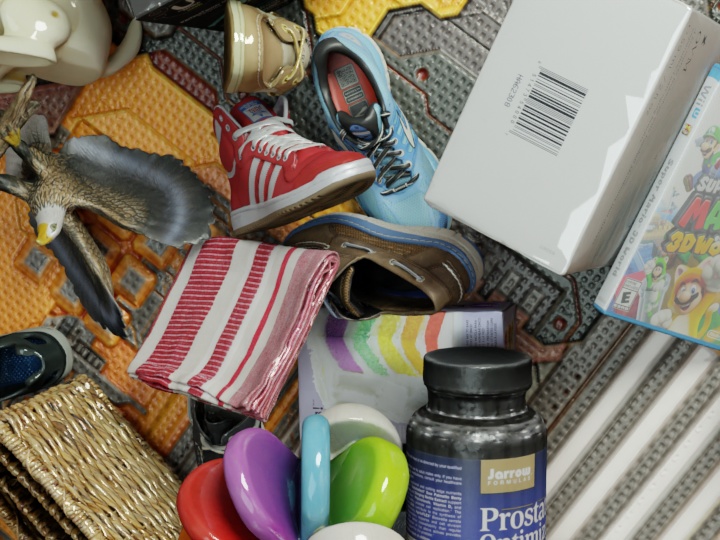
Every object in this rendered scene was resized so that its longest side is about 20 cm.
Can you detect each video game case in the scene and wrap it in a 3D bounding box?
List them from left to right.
[{"bbox_3d":[0.275,-0.042,1.088,0.142,0.018,0.201,16,105,-32],"label":"video game case"}]

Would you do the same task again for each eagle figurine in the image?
[{"bbox_3d":[-0.248,-0.053,1.252,0.199,0.152,0.152,33,151,-19],"label":"eagle figurine"}]

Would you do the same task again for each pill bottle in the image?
[{"bbox_3d":[0.090,0.165,1.118,0.111,0.112,0.202,2,98,16],"label":"pill bottle"}]

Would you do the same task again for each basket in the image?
[{"bbox_3d":[-0.257,0.216,1.252,0.200,0.149,0.143,46,114,7],"label":"basket"}]

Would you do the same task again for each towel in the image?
[{"bbox_3d":[-0.110,0.039,1.175,0.199,0.023,0.145,8,69,50],"label":"towel"}]

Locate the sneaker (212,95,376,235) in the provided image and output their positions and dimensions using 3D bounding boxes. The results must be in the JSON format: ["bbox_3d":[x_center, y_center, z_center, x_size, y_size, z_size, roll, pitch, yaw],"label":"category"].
[{"bbox_3d":[-0.061,-0.099,1.162,0.200,0.071,0.113,-16,86,58],"label":"sneaker"}]

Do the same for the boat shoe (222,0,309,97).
[{"bbox_3d":[-0.073,-0.175,1.133,0.066,0.200,0.075,3,99,-1],"label":"boat shoe"}]

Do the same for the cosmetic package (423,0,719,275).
[{"bbox_3d":[0.170,-0.114,1.058,0.122,0.200,0.200,29,104,19],"label":"cosmetic package"}]

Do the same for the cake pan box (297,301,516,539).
[{"bbox_3d":[0.038,0.125,1.211,0.183,0.052,0.202,2,98,18],"label":"cake pan box"}]

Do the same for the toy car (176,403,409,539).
[{"bbox_3d":[-0.059,0.184,1.093,0.200,0.176,0.150,-37,122,26],"label":"toy car"}]

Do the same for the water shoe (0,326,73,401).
[{"bbox_3d":[-0.362,0.096,1.311,0.199,0.079,0.072,-19,91,18],"label":"water shoe"}]

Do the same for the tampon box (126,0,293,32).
[{"bbox_3d":[-0.101,-0.279,1.124,0.149,0.200,0.127,-23,90,17],"label":"tampon box"}]

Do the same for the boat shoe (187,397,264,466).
[{"bbox_3d":[-0.117,0.125,1.251,0.073,0.060,0.202,8,99,14],"label":"boat shoe"}]

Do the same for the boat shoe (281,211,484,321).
[{"bbox_3d":[0.000,0.000,1.163,0.199,0.072,0.073,0,124,40],"label":"boat shoe"}]

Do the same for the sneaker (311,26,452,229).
[{"bbox_3d":[0.008,-0.104,1.168,0.078,0.090,0.201,-28,90,12],"label":"sneaker"}]

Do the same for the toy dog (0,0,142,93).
[{"bbox_3d":[-0.278,-0.263,1.205,0.193,0.139,0.202,-3,84,-20],"label":"toy dog"}]
